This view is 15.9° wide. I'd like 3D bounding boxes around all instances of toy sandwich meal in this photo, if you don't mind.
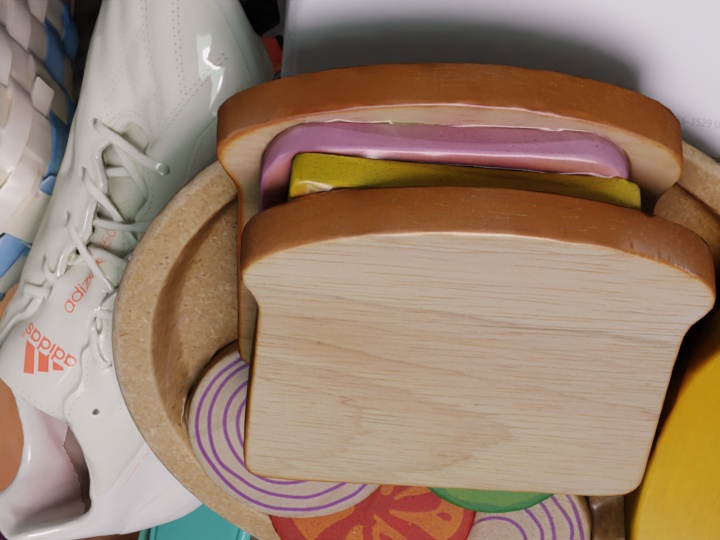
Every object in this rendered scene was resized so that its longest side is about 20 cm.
[{"bbox_3d":[0.028,0.032,0.657,0.204,0.070,0.206,1,134,1],"label":"toy sandwich meal"}]

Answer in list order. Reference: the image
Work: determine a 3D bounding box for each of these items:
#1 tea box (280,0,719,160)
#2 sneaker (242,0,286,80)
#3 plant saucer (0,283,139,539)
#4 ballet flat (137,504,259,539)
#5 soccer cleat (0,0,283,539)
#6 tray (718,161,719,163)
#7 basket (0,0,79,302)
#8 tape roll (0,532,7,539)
[{"bbox_3d":[0.054,-0.163,0.682,0.133,0.200,0.197,6,119,-3],"label":"tea box"},{"bbox_3d":[0.000,0.000,0.810,0.080,0.201,0.074,8,159,-43],"label":"sneaker"},{"bbox_3d":[-0.056,0.040,0.891,0.199,0.038,0.201,0,120,0],"label":"plant saucer"},{"bbox_3d":[-0.049,0.120,0.840,0.067,0.070,0.201,15,85,30],"label":"ballet flat"},{"bbox_3d":[-0.065,0.002,0.715,0.077,0.069,0.200,-21,138,-30],"label":"soccer cleat"},{"bbox_3d":[0.096,-0.018,0.773,0.098,0.200,0.037,7,86,-4],"label":"tray"},{"bbox_3d":[-0.181,-0.068,0.748,0.139,0.177,0.200,-38,125,23],"label":"basket"},{"bbox_3d":[-0.200,0.153,0.864,0.199,0.085,0.201,0,89,7],"label":"tape roll"}]
